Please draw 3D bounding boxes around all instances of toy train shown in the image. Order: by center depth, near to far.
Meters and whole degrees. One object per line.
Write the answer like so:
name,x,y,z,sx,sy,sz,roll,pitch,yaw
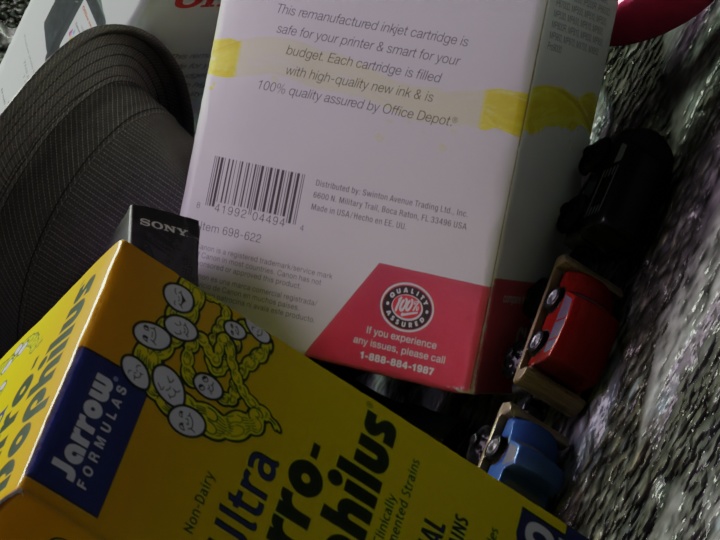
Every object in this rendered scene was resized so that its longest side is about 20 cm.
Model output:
toy train,0.079,0.028,0.980,0.046,0.034,0.201,-24,38,56

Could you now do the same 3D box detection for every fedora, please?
fedora,-0.101,-0.003,1.120,0.177,0.090,0.200,-53,-18,-25

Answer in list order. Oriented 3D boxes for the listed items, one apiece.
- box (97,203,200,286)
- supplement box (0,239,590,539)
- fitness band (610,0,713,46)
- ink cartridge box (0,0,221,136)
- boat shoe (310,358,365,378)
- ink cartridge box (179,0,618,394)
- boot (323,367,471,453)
box,-0.116,0.089,1.026,0.200,0.036,0.144,-53,29,41
supplement box,-0.038,0.103,0.848,0.109,0.199,0.109,-41,22,44
fitness band,0.126,-0.193,1.101,0.143,0.037,0.201,-2,67,47
ink cartridge box,-0.073,-0.117,1.212,0.200,0.145,0.083,-53,50,50
boat shoe,0.000,0.000,1.180,0.200,0.068,0.072,-38,-20,19
ink cartridge box,0.016,-0.062,1.039,0.083,0.144,0.201,6,-83,-64
boot,0.005,0.092,1.138,0.075,0.096,0.200,-68,-19,-9
